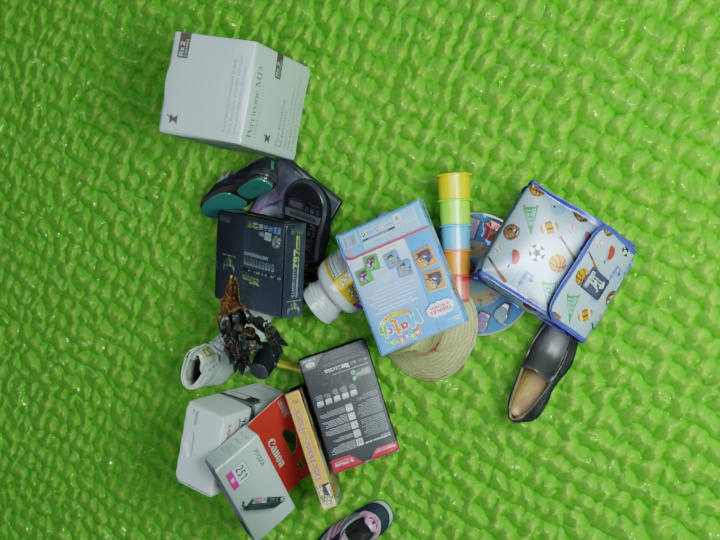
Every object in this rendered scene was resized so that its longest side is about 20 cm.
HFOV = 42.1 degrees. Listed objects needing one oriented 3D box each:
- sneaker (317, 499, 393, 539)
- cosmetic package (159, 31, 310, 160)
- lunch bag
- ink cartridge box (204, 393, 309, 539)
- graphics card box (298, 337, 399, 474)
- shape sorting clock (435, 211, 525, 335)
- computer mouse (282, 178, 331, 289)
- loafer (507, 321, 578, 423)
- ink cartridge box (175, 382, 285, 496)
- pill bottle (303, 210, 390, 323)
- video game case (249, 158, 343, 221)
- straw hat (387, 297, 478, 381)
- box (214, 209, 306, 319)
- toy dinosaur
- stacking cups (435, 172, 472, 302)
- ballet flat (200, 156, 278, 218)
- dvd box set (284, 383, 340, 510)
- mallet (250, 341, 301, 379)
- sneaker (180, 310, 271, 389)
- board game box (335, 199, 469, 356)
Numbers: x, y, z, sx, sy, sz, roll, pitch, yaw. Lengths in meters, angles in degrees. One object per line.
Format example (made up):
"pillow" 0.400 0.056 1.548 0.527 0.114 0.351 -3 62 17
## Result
"sneaker" -0.031 0.475 1.642 0.070 0.082 0.200 48 111 12
"cosmetic package" -0.208 -0.289 1.574 0.162 0.199 0.168 12 94 22
"lunch bag" 0.295 -0.011 1.411 0.198 0.124 0.172 33 89 2
"ink cartridge box" -0.155 0.338 1.593 0.043 0.173 0.202 28 148 45
"graphics card box" -0.021 0.229 1.603 0.123 0.051 0.203 -18 90 -4
"shape sorting clock" 0.188 0.006 1.522 0.196 0.039 0.204 2 96 24
"computer mouse" -0.100 -0.068 1.621 0.137 0.053 0.203 24 117 18
"loafer" 0.288 0.153 1.473 0.072 0.072 0.203 23 103 21
"ink cartridge box" -0.219 0.292 1.639 0.083 0.199 0.147 16 102 29
"pill bottle" 0.000 0.000 1.559 0.199 0.104 0.105 -39 80 16
"video game case" -0.134 -0.081 1.670 0.142 0.019 0.202 37 109 16
"straw hat" 0.088 0.097 1.531 0.198 0.085 0.205 8 107 30
"box" -0.175 -0.015 1.609 0.198 0.050 0.161 15 105 46
"toy dinosaur" -0.208 0.101 1.581 0.102 0.201 0.135 -40 48 -12
"stacking cups" 0.155 -0.051 1.483 0.059 0.060 0.204 -5 87 24
"ballet flat" -0.212 -0.152 1.669 0.198 0.072 0.074 -22 86 44
"dvd box set" -0.081 0.299 1.615 0.029 0.146 0.203 -19 86 0
"mallet" -0.102 0.183 1.655 0.197 0.066 0.042 18 133 19
"sneaker" -0.245 0.139 1.688 0.074 0.115 0.201 42 108 16
"board game box" 0.065 0.012 1.468 0.149 0.037 0.203 -22 87 17
